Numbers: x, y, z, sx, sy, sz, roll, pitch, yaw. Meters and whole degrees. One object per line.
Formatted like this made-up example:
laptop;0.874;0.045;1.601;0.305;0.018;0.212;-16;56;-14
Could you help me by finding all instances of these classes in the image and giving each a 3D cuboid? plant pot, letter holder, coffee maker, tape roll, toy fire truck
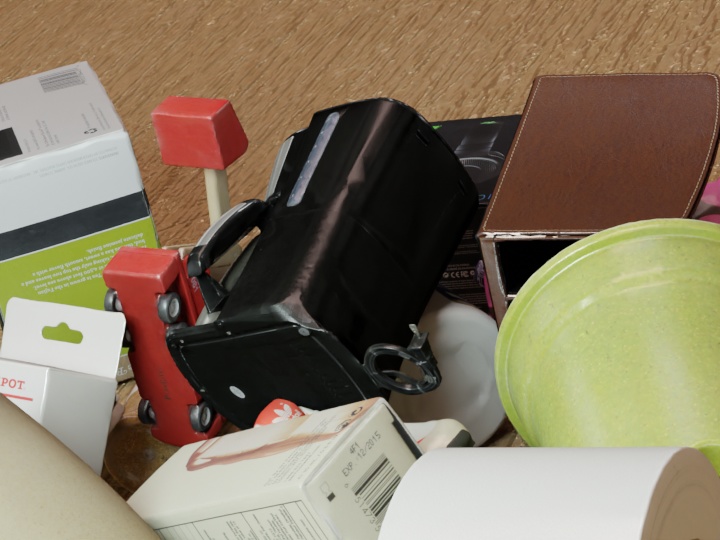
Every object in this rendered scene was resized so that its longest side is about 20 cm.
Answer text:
plant pot;-0.183;0.189;1.499;0.200;0.187;0.187;28;36;14
letter holder;0.174;-0.041;1.748;0.142;0.101;0.200;-2;34;18
coffee maker;0.000;0.000;1.681;0.192;0.135;0.200;8;51;24
plant pot;0.187;0.103;1.530;0.200;0.200;0.184;-11;34;4
tape roll;0.104;0.189;1.323;0.139;0.203;0.203;-3;24;24
toy fire truck;-0.112;0.001;1.728;0.049;0.200;0.141;6;39;26

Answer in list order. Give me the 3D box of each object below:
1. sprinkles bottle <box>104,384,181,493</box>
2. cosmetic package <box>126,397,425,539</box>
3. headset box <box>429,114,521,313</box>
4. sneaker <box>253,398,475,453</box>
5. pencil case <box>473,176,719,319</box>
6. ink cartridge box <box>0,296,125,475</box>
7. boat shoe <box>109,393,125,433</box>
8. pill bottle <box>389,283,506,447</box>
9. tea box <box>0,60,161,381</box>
sprinkles bottle;-0.124;0.085;1.859;0.068;0.068;0.200;-6;24;16
cosmetic package;-0.045;0.150;1.528;0.200;0.103;0.087;-15;24;49
headset box;0.089;-0.047;2.025;0.174;0.093;0.200;-4;24;19
sneaker;-0.021;0.119;1.608;0.200;0.093;0.070;-28;11;45
pencil case;0.186;0.001;1.858;0.200;0.094;0.091;-18;57;-6
ink cartridge box;-0.226;0.116;1.668;0.115;0.200;0.068;7;-5;38
boat shoe;-0.204;0.094;1.801;0.067;0.057;0.200;-50;8;-11
pill bottle;0.017;0.050;1.809;0.111;0.111;0.200;-21;24;-18
tea box;-0.232;-0.031;2.019;0.134;0.197;0.200;-17;24;-8
